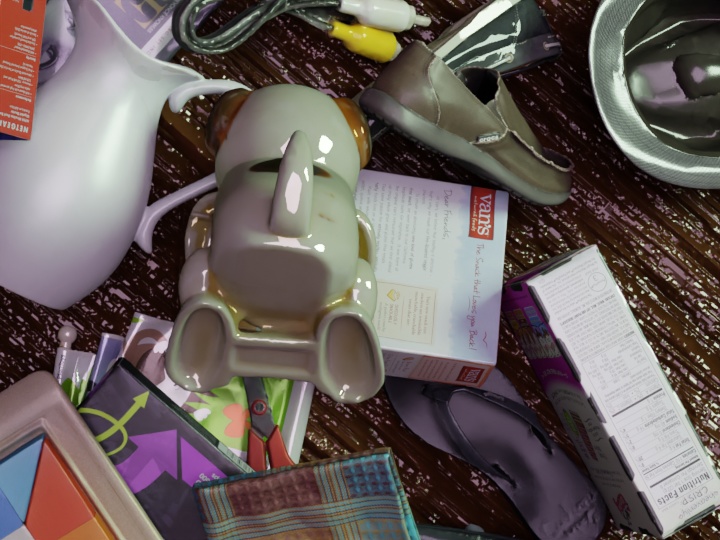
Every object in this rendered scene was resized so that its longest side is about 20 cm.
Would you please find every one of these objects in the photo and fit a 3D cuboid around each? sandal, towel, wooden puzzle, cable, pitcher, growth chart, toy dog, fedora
[{"bbox_3d":[0.101,0.120,1.528,0.200,0.043,0.076,41,83,-2],"label":"sandal"},{"bbox_3d":[-0.021,0.220,1.460,0.146,0.022,0.200,-12,115,10],"label":"towel"},{"bbox_3d":[-0.236,0.197,1.441,0.185,0.037,0.200,-32,95,3],"label":"wooden puzzle"},{"bbox_3d":[-0.036,-0.194,1.495,0.200,0.050,0.097,-6,111,-38],"label":"cable"},{"bbox_3d":[-0.173,-0.067,1.465,0.171,0.121,0.200,28,92,-5],"label":"pitcher"},{"bbox_3d":[-0.130,0.098,1.517,0.199,0.018,0.145,4,86,-8],"label":"growth chart"},{"bbox_3d":[-0.057,-0.039,1.384,0.139,0.200,0.194,-3,130,4],"label":"toy dog"},{"bbox_3d":[0.245,-0.144,1.540,0.200,0.090,0.177,-17,90,-14],"label":"fedora"}]

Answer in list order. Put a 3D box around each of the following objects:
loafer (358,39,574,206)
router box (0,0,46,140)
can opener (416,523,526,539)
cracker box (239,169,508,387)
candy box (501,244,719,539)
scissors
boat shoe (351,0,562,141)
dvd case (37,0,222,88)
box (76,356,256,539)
[{"bbox_3d":[0.089,-0.102,1.480,0.200,0.073,0.071,23,97,-45],"label":"loafer"},{"bbox_3d":[-0.303,-0.181,1.445,0.200,0.049,0.180,2,84,32],"label":"router box"},{"bbox_3d":[0.053,0.202,1.497,0.199,0.079,0.063,9,47,-3],"label":"can opener"},{"bbox_3d":[0.000,0.000,1.502,0.199,0.058,0.134,9,67,-5],"label":"cracker box"},{"bbox_3d":[0.174,0.085,1.493,0.061,0.136,0.200,-27,90,-7],"label":"candy box"},{"bbox_3d":[-0.063,0.109,1.512,0.073,0.014,0.201,1,85,-4],"label":"scissors"},{"bbox_3d":[0.057,-0.130,1.523,0.200,0.072,0.068,-35,100,-18],"label":"boat shoe"},{"bbox_3d":[-0.220,-0.210,1.529,0.200,0.016,0.149,42,82,-3],"label":"dvd case"},{"bbox_3d":[-0.178,0.182,1.477,0.143,0.036,0.200,40,95,-5],"label":"box"}]
